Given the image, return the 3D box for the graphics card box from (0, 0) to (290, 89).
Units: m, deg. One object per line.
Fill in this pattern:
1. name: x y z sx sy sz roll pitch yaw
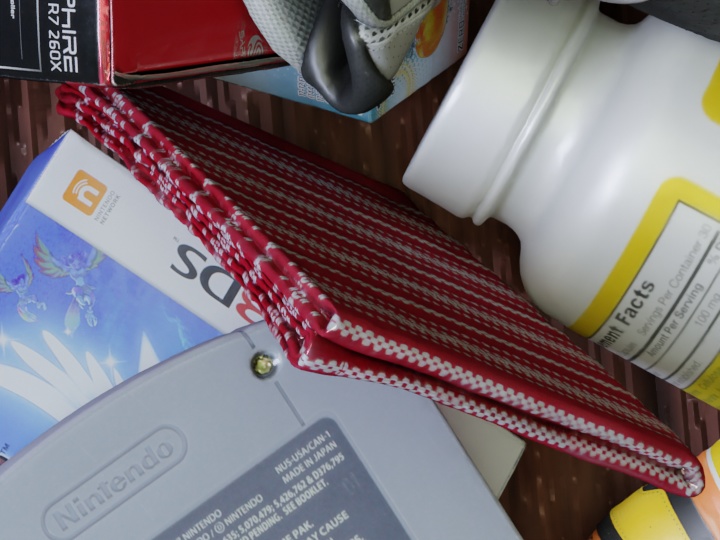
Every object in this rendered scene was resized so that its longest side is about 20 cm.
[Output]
1. graphics card box: -0.108 -0.089 0.814 0.199 0.125 0.051 7 103 37

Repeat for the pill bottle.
1. pill bottle: 0.118 -0.016 0.853 0.199 0.111 0.112 29 89 -1

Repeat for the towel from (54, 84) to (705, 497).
1. towel: 0.000 0.000 0.799 0.144 0.200 0.023 22 103 -34

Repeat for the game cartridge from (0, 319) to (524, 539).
1. game cartridge: -0.052 0.100 0.804 0.200 0.042 0.134 -34 90 -23

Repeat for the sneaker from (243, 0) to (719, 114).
1. sneaker: 0.032 -0.082 0.760 0.199 0.075 0.116 27 64 -18

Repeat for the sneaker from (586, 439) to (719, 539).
1. sneaker: 0.141 0.155 0.879 0.090 0.070 0.201 -32 87 15

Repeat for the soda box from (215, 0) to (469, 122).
1. soda box: -0.003 -0.152 0.836 0.063 0.068 0.201 16 121 26

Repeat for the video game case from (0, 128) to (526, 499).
1. video game case: -0.071 0.089 0.842 0.181 0.045 0.201 34 70 -11
